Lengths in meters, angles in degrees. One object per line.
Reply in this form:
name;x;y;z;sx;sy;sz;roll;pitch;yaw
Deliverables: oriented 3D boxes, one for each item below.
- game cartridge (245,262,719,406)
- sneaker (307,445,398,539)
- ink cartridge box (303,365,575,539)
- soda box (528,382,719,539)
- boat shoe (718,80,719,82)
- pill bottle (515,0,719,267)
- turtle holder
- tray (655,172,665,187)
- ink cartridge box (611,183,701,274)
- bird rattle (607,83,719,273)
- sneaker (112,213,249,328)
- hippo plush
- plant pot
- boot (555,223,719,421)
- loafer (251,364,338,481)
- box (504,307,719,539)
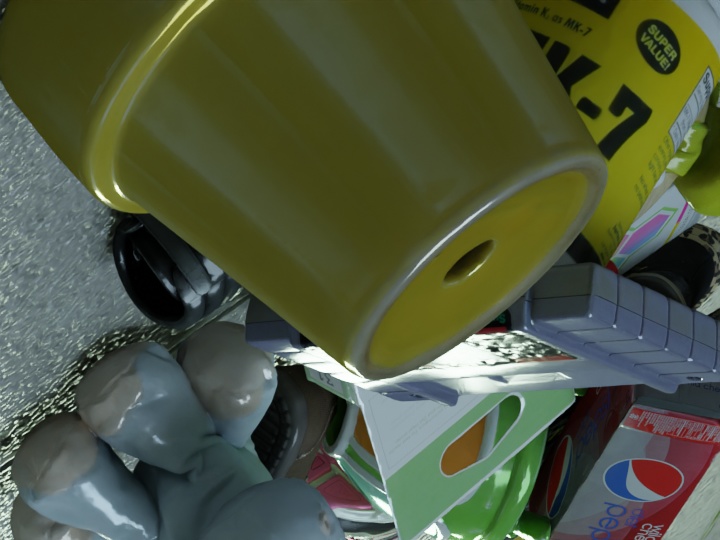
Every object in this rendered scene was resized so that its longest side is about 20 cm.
game cartridge;0.058;0.032;1.303;0.199;0.039;0.129;-6;166;39
sneaker;0.000;0.156;1.824;0.088;0.074;0.200;-52;164;16
ink cartridge box;0.036;0.024;1.454;0.145;0.048;0.201;-38;134;-28
soda box;0.153;0.106;1.593;0.063;0.070;0.200;13;143;-9
boat shoe;0.202;-0.157;1.424;0.070;0.066;0.201;-37;141;-21
pill bottle;0.103;-0.089;1.327;0.201;0.114;0.114;-58;166;-14
turtle holder;0.048;0.079;1.651;0.186;0.131;0.142;-97;-159;-61
tray;0.090;-0.048;1.424;0.200;0.022;0.108;-30;126;-33
ink cartridge box;0.123;-0.023;1.675;0.200;0.059;0.104;-33;162;-21
bird rattle;0.135;-0.061;1.546;0.199;0.113;0.163;-32;142;-14
sneaker;-0.049;-0.038;1.278;0.099;0.071;0.200;-32;165;-38
hippo plush;-0.083;0.147;1.440;0.159;0.161;0.201;-24;142;-15
plant pot;-0.010;-0.067;1.106;0.200;0.189;0.201;-35;162;-13
boot;0.143;0.036;1.815;0.200;0.073;0.151;-29;-176;31
loafer;-0.063;0.129;1.637;0.071;0.073;0.200;-20;153;-45
box;0.171;0.091;1.752;0.200;0.049;0.160;-34;-177;30
